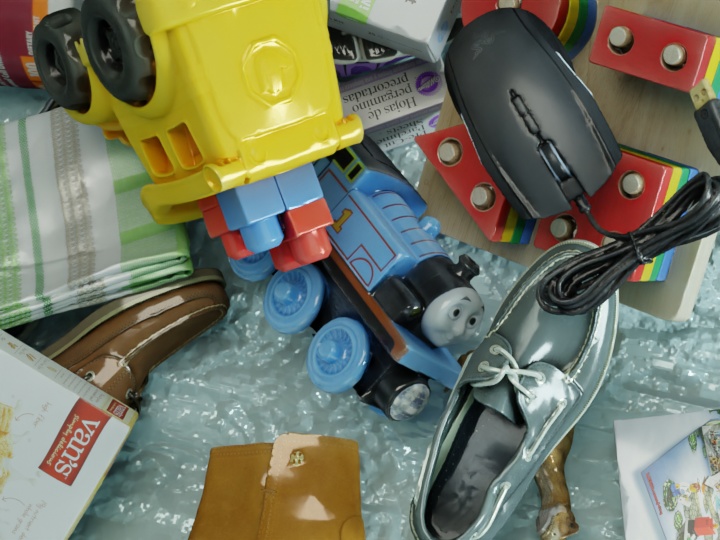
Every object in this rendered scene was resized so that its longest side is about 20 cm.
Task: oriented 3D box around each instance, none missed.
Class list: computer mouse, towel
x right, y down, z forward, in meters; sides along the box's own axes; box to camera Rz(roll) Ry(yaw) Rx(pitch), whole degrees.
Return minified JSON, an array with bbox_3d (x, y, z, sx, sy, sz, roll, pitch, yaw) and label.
[{"bbox_3d":[0.127,-0.086,1.219,0.140,0.046,0.200,-28,63,13],"label":"computer mouse"},{"bbox_3d":[-0.210,-0.037,1.359,0.200,0.031,0.149,-16,61,6],"label":"towel"}]

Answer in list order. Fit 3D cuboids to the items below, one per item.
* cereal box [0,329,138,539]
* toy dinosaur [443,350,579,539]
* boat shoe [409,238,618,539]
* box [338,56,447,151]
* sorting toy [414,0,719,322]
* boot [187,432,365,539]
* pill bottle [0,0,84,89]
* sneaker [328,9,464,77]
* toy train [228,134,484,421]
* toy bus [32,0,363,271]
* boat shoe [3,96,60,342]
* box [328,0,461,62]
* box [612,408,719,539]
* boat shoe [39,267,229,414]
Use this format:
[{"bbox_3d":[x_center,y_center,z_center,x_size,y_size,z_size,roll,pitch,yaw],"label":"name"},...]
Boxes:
[{"bbox_3d":[-0.254,0.098,1.313,0.200,0.040,0.144,31,101,-2],"label":"cereal box"},{"bbox_3d":[0.112,0.072,1.317,0.106,0.060,0.200,20,66,-14],"label":"toy dinosaur"},{"bbox_3d":[0.087,0.074,1.231,0.073,0.062,0.200,29,93,11],"label":"boat shoe"},{"bbox_3d":[-0.034,-0.086,1.411,0.200,0.041,0.039,-19,66,2],"label":"box"},{"bbox_3d":[0.126,-0.095,1.300,0.199,0.070,0.200,22,101,32],"label":"sorting toy"},{"bbox_3d":[-0.011,0.170,1.281,0.201,0.071,0.144,5,72,19],"label":"boot"},{"bbox_3d":[-0.267,-0.182,1.458,0.200,0.114,0.114,6,69,14],"label":"pill bottle"},{"bbox_3d":[-0.028,-0.154,1.413,0.200,0.083,0.081,-11,76,8],"label":"sneaker"},{"bbox_3d":[0.000,0.000,1.316,0.114,0.087,0.200,-49,49,13],"label":"toy train"},{"bbox_3d":[-0.087,-0.087,1.283,0.136,0.200,0.192,-23,97,-29],"label":"toy bus"},{"bbox_3d":[-0.222,-0.026,1.411,0.075,0.062,0.200,26,74,21],"label":"boat shoe"},{"bbox_3d":[-0.015,-0.236,1.367,0.200,0.041,0.156,22,82,14],"label":"box"},{"bbox_3d":[0.223,0.178,1.249,0.136,0.038,0.200,-7,67,9],"label":"box"},{"bbox_3d":[-0.162,0.071,1.361,0.200,0.072,0.068,-30,70,8],"label":"boat shoe"}]
